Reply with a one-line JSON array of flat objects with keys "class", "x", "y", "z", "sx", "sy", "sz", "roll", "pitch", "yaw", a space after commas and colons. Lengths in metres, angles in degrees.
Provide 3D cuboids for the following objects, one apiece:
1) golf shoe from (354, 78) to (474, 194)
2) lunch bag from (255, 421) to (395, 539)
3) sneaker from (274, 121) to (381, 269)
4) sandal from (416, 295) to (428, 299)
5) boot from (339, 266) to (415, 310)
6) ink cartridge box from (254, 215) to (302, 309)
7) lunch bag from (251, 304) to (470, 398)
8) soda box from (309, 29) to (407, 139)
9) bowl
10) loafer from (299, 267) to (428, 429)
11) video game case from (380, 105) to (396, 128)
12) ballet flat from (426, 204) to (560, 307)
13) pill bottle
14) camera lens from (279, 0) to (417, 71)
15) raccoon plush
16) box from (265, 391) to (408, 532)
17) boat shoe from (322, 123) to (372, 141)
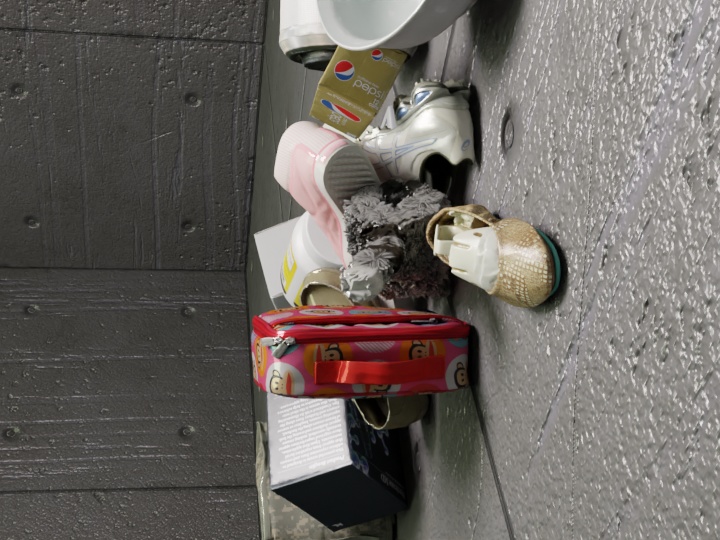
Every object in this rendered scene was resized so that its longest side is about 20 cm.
[{"class": "golf shoe", "x": 0.048, "y": -0.104, "z": 1.006, "sx": 0.200, "sy": 0.078, "sz": 0.097, "roll": -44, "pitch": 58, "yaw": 60}, {"class": "lunch bag", "x": -0.051, "y": 0.284, "z": 1.316, "sx": 0.200, "sy": 0.164, "sz": 0.118, "roll": -110, "pitch": 22, "yaw": -62}, {"class": "sneaker", "x": -0.022, "y": -0.072, "z": 1.031, "sx": 0.105, "sy": 0.075, "sz": 0.200, "roll": 35, "pitch": 160, "yaw": 39}, {"class": "sandal", "x": 0.055, "y": -0.065, "z": 1.096, "sx": 0.075, "sy": 0.045, "sz": 0.200, "roll": 133, "pitch": 137, "yaw": -73}, {"class": "boot", "x": 0.000, "y": 0.000, "z": 1.139, "sx": 0.073, "sy": 0.090, "sz": 0.200, "roll": -12, "pitch": -89, "yaw": -62}, {"class": "ink cartridge box", "x": -0.080, "y": 0.043, "z": 1.500, "sx": 0.146, "sy": 0.083, "sz": 0.200, "roll": -110, "pitch": 0, "yaw": -46}, {"class": "lunch bag", "x": 0.000, "y": 0.080, "z": 0.962, "sx": 0.176, "sy": 0.200, "sz": 0.082, "roll": -164, "pitch": 73, "yaw": -76}, {"class": "soda box", "x": -0.006, "y": -0.188, "z": 1.045, "sx": 0.068, "sy": 0.064, "sz": 0.200, "roll": -63, "pitch": 6, "yaw": -2}, {"class": "bowl", "x": 0.054, "y": -0.280, "z": 0.905, "sx": 0.201, "sy": 0.090, "sz": 0.201, "roll": -20, "pitch": 63, "yaw": 48}, {"class": "loafer", "x": -0.002, "y": 0.086, "z": 1.091, "sx": 0.076, "sy": 0.068, "sz": 0.200, "roll": -38, "pitch": 87, "yaw": 36}, {"class": "video game case", "x": 0.032, "y": -0.079, "z": 1.295, "sx": 0.200, "sy": 0.022, "sz": 0.183, "roll": 114, "pitch": 155, "yaw": -63}, {"class": "ballet flat", "x": 0.096, "y": -0.012, "z": 0.813, "sx": 0.200, "sy": 0.065, "sz": 0.071, "roll": -141, "pitch": 51, "yaw": -77}, {"class": "pill bottle", "x": -0.035, "y": -0.018, "z": 1.278, "sx": 0.200, "sy": 0.114, "sz": 0.114, "roll": 121, "pitch": 148, "yaw": -69}, {"class": "camera lens", "x": -0.012, "y": -0.333, "z": 1.169, "sx": 0.160, "sy": 0.160, "sz": 0.200, "roll": -165, "pitch": 76, "yaw": -79}, {"class": "raccoon plush", "x": 0.021, "y": 0.007, "z": 0.947, "sx": 0.200, "sy": 0.097, "sz": 0.134, "roll": -47, "pitch": -39, "yaw": -44}, {"class": "box", "x": -0.031, "y": 0.181, "z": 1.207, "sx": 0.148, "sy": 0.107, "sz": 0.200, "roll": 48, "pitch": -152, "yaw": -48}, {"class": "boat shoe", "x": 0.005, "y": -0.140, "z": 1.277, "sx": 0.062, "sy": 0.073, "sz": 0.200, "roll": 47, "pitch": -172, "yaw": -33}]
